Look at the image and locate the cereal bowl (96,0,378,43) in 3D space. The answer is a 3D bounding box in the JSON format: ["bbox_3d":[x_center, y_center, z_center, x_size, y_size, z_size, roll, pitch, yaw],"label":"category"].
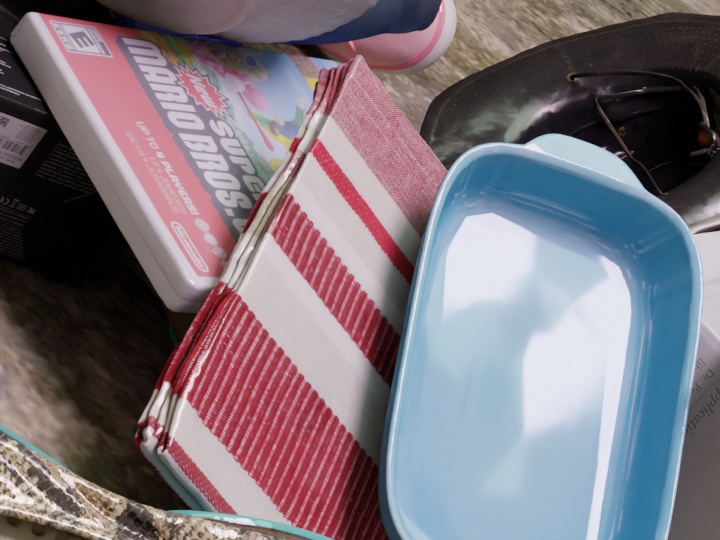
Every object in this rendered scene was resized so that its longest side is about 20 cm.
[{"bbox_3d":[-0.072,-0.155,1.028,0.200,0.200,0.083,31,64,-20],"label":"cereal bowl"}]

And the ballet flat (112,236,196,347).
[{"bbox_3d":[-0.054,-0.001,1.067,0.068,0.072,0.200,4,42,-53],"label":"ballet flat"}]

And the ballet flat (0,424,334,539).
[{"bbox_3d":[-0.088,0.105,0.858,0.200,0.068,0.075,24,49,-21],"label":"ballet flat"}]

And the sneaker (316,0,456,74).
[{"bbox_3d":[-0.046,-0.174,1.381,0.200,0.075,0.105,40,18,18],"label":"sneaker"}]

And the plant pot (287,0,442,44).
[{"bbox_3d":[-0.058,-0.196,1.243,0.134,0.200,0.200,-17,49,-13],"label":"plant pot"}]

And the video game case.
[{"bbox_3d":[-0.038,-0.039,1.040,0.200,0.017,0.143,4,46,-51],"label":"video game case"}]

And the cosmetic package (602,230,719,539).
[{"bbox_3d":[0.187,0.091,1.114,0.200,0.123,0.199,48,25,18],"label":"cosmetic package"}]

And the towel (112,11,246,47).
[{"bbox_3d":[-0.037,-0.058,1.224,0.200,0.050,0.148,12,35,-47],"label":"towel"}]

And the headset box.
[{"bbox_3d":[-0.179,-0.103,1.056,0.149,0.077,0.200,20,29,-40],"label":"headset box"}]

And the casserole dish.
[{"bbox_3d":[0.066,0.044,0.985,0.121,0.039,0.200,19,67,-18],"label":"casserole dish"}]

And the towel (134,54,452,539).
[{"bbox_3d":[-0.006,0.035,0.975,0.144,0.023,0.200,52,47,-32],"label":"towel"}]

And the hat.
[{"bbox_3d":[0.129,-0.043,1.260,0.201,0.200,0.081,-110,-175,-49],"label":"hat"}]
